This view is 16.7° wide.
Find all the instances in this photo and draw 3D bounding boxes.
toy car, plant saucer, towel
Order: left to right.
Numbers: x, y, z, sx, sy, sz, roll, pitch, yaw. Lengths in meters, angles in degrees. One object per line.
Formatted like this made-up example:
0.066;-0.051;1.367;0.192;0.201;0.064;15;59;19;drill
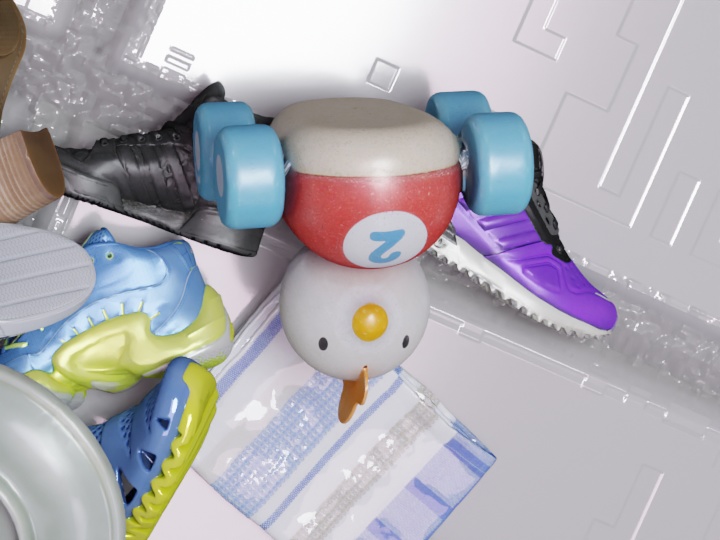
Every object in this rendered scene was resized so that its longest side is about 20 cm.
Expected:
-0.245;0.151;1.529;0.199;0.050;0.201;8;117;16;plant saucer
-0.022;0.115;1.630;0.200;0.024;0.147;43;90;-15;towel
0.000;0.000;1.492;0.183;0.177;0.201;-4;103;-11;toy car

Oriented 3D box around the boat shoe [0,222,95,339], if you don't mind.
-0.260;0.024;1.480;0.199;0.071;0.072;-11;64;-21;boat shoe

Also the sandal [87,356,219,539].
-0.158;0.128;1.555;0.087;0.080;0.200;33;119;0;sandal

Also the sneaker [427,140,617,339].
0.100;-0.034;1.605;0.199;0.070;0.100;32;90;-15;sneaker

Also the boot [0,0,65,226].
-0.281;-0.105;1.521;0.154;0.074;0.201;-21;77;17;boot

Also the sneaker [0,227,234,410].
-0.185;0.034;1.571;0.199;0.076;0.106;-15;83;-8;sneaker

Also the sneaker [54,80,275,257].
-0.113;-0.076;1.565;0.199;0.060;0.105;20;88;-12;sneaker
